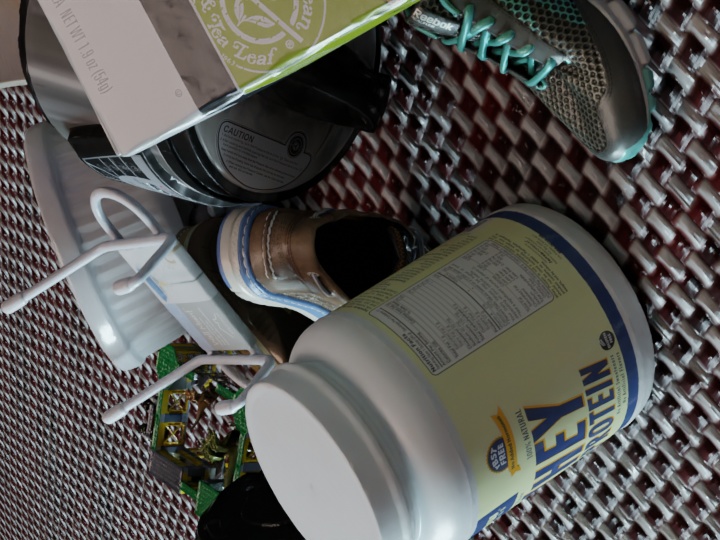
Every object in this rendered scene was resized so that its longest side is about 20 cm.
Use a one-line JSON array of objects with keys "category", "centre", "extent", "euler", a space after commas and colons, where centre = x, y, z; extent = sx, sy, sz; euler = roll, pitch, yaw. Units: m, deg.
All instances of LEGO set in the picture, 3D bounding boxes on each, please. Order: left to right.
[{"category": "LEGO set", "centre": [-0.089, 0.139, 1.421], "extent": [0.199, 0.115, 0.156], "euler": [8, 95, 54]}]

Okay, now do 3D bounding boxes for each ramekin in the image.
[{"category": "ramekin", "centre": [-0.177, -0.032, 1.308], "extent": [0.202, 0.093, 0.204], "euler": [-21, -90, -90]}]

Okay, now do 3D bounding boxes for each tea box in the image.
[{"category": "tea box", "centre": [-0.053, -0.190, 0.748], "extent": [0.195, 0.134, 0.201], "euler": [-27, 96, 25]}]

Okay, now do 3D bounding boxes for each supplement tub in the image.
[{"category": "supplement tub", "centre": [0.050, 0.067, 0.946], "extent": [0.145, 0.199, 0.146], "euler": [42, 150, 32]}]

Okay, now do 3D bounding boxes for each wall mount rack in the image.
[{"category": "wall mount rack", "centre": [-0.153, 0.040, 1.188], "extent": [0.173, 0.075, 0.201], "euler": [-6, 128, 52]}]

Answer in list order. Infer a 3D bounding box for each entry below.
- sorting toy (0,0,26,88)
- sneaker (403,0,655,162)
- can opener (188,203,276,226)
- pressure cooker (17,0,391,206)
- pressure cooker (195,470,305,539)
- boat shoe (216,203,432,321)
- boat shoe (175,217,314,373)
[{"category": "sorting toy", "centre": [-0.245, -0.213, 1.192], "extent": [0.107, 0.178, 0.202], "euler": [-102, -10, -76]}, {"category": "sneaker", "centre": [0.065, -0.130, 0.839], "extent": [0.201, 0.091, 0.078], "euler": [56, 155, 9]}, {"category": "can opener", "centre": [-0.073, -0.062, 1.192], "extent": [0.079, 0.063, 0.200], "euler": [58, 155, -7]}, {"category": "pressure cooker", "centre": [-0.085, -0.133, 1.001], "extent": [0.199, 0.175, 0.180], "euler": [19, 133, 40]}, {"category": "pressure cooker", "centre": [-0.014, 0.250, 1.268], "extent": [0.175, 0.178, 0.202], "euler": [14, 127, 59]}, {"category": "boat shoe", "centre": [0.000, 0.000, 1.023], "extent": [0.072, 0.199, 0.073], "euler": [-1, 88, 34]}, {"category": "boat shoe", "centre": [-0.072, 0.041, 1.242], "extent": [0.076, 0.072, 0.201], "euler": [-13, 124, 44]}]
